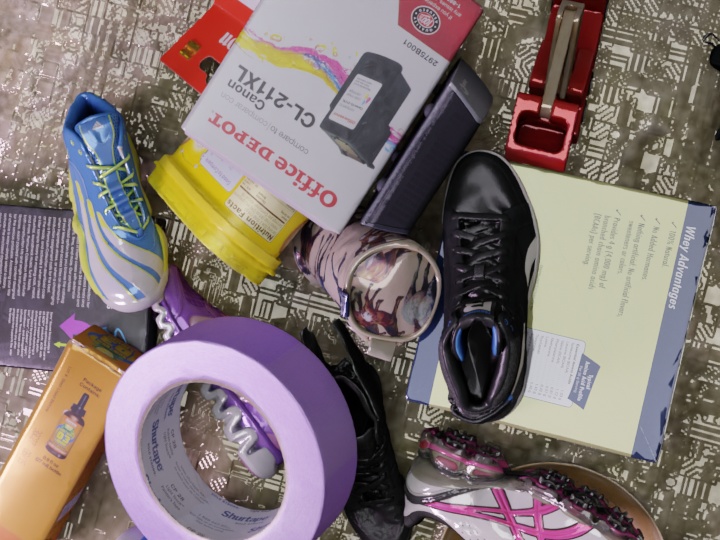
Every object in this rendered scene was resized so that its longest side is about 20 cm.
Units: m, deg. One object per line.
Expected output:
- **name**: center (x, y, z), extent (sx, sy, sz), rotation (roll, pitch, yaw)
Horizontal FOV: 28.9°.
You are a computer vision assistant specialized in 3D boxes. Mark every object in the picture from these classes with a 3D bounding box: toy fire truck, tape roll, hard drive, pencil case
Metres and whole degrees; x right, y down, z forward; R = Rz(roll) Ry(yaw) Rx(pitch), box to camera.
- **toy fire truck**: center (0.160, -0.167, 1.105), extent (0.048, 0.141, 0.203), rotation (12, 80, 10)
- **tape roll**: center (-0.104, 0.142, 1.116), extent (0.198, 0.066, 0.203), rotation (7, 107, 23)
- **hard drive**: center (0.054, -0.096, 1.085), extent (0.042, 0.200, 0.136), rotation (32, 104, -2)
- **pencil case**: center (0.000, 0.000, 1.117), extent (0.077, 0.200, 0.090), rotation (26, 95, -18)

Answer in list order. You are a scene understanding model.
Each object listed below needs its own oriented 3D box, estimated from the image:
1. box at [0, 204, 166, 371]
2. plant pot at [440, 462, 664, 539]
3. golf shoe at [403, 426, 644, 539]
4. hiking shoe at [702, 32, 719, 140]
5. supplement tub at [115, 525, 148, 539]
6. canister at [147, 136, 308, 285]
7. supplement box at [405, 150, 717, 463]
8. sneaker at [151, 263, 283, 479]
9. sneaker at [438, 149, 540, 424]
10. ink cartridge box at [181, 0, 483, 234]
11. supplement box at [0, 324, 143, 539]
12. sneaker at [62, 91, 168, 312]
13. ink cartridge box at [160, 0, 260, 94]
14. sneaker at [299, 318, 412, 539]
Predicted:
- **box**: center (-0.274, 0.017, 1.241), extent (0.197, 0.036, 0.145), rotation (5, 90, 11)
- **plant pot**: center (0.159, 0.260, 1.161), extent (0.197, 0.027, 0.203), rotation (0, 89, 9)
- **golf shoe**: center (0.129, 0.201, 1.123), extent (0.198, 0.072, 0.093), rotation (21, 98, 20)
- **hiking shoe**: center (0.332, -0.098, 1.128), extent (0.086, 0.074, 0.203), rotation (-9, 77, 17)
- **supplement tub**: center (-0.128, 0.307, 1.157), extent (0.198, 0.132, 0.133), rotation (23, 92, 9)
- **canister**: center (-0.068, -0.109, 1.163), extent (0.200, 0.086, 0.149), rotation (-50, 45, 3)
- **supplement box**: center (0.160, 0.028, 1.114), extent (0.197, 0.134, 0.203), rotation (13, 90, 10)
- **sneaker**: center (-0.104, 0.073, 1.192), extent (0.088, 0.080, 0.201), rotation (-34, 89, 2)
- **sneaker**: center (0.092, 0.009, 1.002), extent (0.072, 0.112, 0.203), rotation (-3, 87, 10)
- **ink cartridge box**: center (-0.023, -0.149, 1.052), extent (0.145, 0.083, 0.201), rotation (32, 91, -8)
- **supplement box**: center (-0.255, 0.149, 1.198), extent (0.066, 0.069, 0.201), rotation (32, 106, 3)
- **sneaker**: center (-0.214, -0.065, 1.162), extent (0.075, 0.106, 0.201), rotation (-19, 55, -6)
- **ink cartridge box**: center (-0.077, -0.232, 1.156), extent (0.200, 0.047, 0.160), rotation (-47, 44, -3)
- **sneaker**: center (-0.004, 0.141, 1.154), extent (0.059, 0.104, 0.203), rotation (-12, 86, 9)
